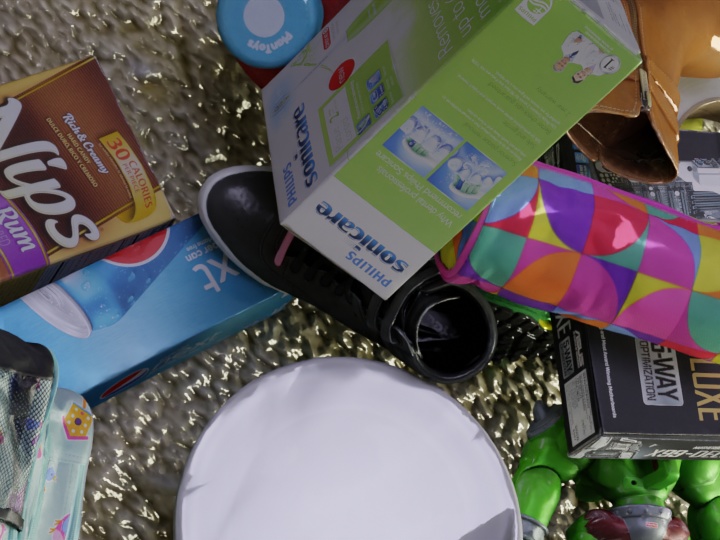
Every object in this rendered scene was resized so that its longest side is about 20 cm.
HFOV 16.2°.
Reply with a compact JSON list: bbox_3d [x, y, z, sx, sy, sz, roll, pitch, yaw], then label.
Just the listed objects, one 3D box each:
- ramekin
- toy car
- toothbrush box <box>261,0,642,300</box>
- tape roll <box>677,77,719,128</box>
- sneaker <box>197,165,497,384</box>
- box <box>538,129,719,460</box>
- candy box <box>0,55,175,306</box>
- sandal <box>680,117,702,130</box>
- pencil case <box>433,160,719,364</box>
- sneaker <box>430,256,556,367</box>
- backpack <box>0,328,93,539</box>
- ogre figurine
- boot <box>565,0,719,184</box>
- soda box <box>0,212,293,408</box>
[{"bbox_3d":[-0.012,0.160,1.452,0.201,0.094,0.204,3,69,-8],"label":"ramekin"},{"bbox_3d":[0.026,-0.116,1.547,0.176,0.184,0.201,-25,96,10],"label":"toy car"},{"bbox_3d":[0.045,-0.107,1.394,0.086,0.200,0.146,35,24,-26],"label":"toothbrush box"},{"bbox_3d":[0.233,-0.055,1.629,0.202,0.037,0.204,9,69,-25],"label":"tape roll"},{"bbox_3d":[0.000,0.000,1.461,0.199,0.099,0.071,32,87,-12],"label":"sneaker"},{"bbox_3d":[0.190,0.014,1.526,0.157,0.050,0.201,3,67,-22],"label":"box"},{"bbox_3d":[-0.223,-0.040,1.490,0.199,0.056,0.117,-21,77,-30],"label":"candy box"},{"bbox_3d":[0.135,-0.139,1.671,0.200,0.080,0.087,47,63,3],"label":"sandal"},{"bbox_3d":[0.141,-0.010,1.437,0.199,0.088,0.089,14,64,-18],"label":"pencil case"},{"bbox_3d":[0.094,0.012,1.597,0.199,0.078,0.086,7,59,-30],"label":"sneaker"},{"bbox_3d":[-0.242,0.130,1.341,0.153,0.175,0.201,29,68,-44],"label":"backpack"},{"bbox_3d":[0.165,0.148,1.550,0.199,0.098,0.121,6,77,-8],"label":"ogre figurine"},{"bbox_3d":[0.172,-0.114,1.518,0.199,0.074,0.155,14,43,-31],"label":"boot"},{"bbox_3d":[-0.128,0.023,1.497,0.199,0.064,0.068,-27,81,-30],"label":"soda box"}]
